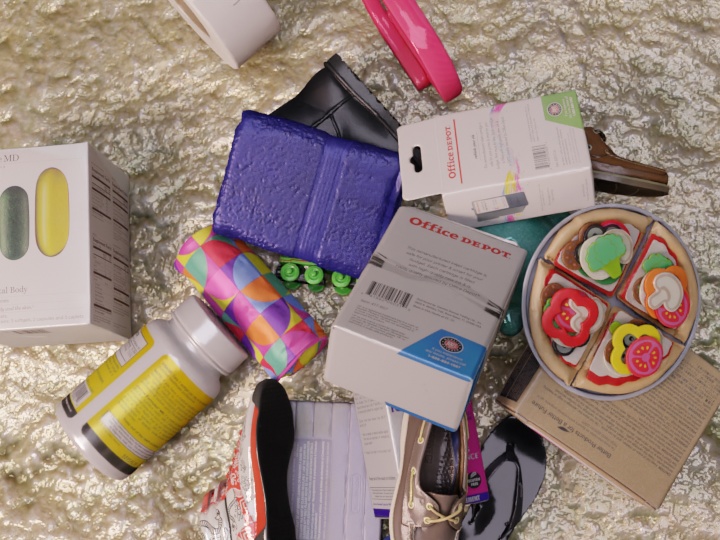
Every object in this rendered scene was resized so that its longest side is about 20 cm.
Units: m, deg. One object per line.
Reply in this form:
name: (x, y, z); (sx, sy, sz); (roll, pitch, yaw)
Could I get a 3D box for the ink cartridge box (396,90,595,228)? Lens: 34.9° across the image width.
ink cartridge box: (0.144, -0.114, 1.236); (0.198, 0.068, 0.118); (-9, 52, 9)

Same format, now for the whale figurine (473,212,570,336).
whale figurine: (0.195, -0.002, 1.267); (0.199, 0.104, 0.160); (26, 83, 7)

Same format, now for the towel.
towel: (-0.055, -0.084, 1.276); (0.198, 0.050, 0.149); (17, 98, -1)

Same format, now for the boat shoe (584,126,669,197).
boat shoe: (0.255, -0.132, 1.299); (0.198, 0.072, 0.069); (13, 83, 7)

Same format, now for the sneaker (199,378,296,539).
sneaker: (-0.130, 0.224, 1.261); (0.107, 0.067, 0.203); (-12, 76, 36)

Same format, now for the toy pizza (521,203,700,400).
toy pizza: (0.259, 0.033, 1.160); (0.198, 0.032, 0.202); (-1, 92, -13)

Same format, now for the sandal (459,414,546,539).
sandal: (0.150, 0.257, 1.258); (0.076, 0.043, 0.201); (21, 83, 8)

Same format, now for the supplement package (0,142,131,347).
supplement package: (-0.354, -0.024, 1.298); (0.150, 0.151, 0.202); (-4, 80, 5)

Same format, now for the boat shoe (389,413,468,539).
boat shoe: (0.074, 0.221, 1.143); (0.071, 0.059, 0.202); (8, 78, -19)

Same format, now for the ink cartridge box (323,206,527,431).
ink cartridge box: (0.068, 0.042, 1.152); (0.145, 0.085, 0.200); (20, 44, 11)

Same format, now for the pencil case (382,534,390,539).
pencil case: (0.080, 0.366, 1.214); (0.078, 0.087, 0.201); (-31, 86, 26)

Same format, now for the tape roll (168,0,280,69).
tape roll: (-0.182, -0.328, 1.308); (0.071, 0.202, 0.203); (-41, 79, -3)

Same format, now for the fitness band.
fitness band: (0.052, -0.278, 1.306); (0.037, 0.144, 0.201); (-32, 79, -2)

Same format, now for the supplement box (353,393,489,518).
supplement box: (0.058, 0.157, 1.235); (0.100, 0.103, 0.202); (-8, 82, -20)

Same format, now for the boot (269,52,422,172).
boot: (-0.028, -0.126, 1.325); (0.168, 0.076, 0.200); (-42, 88, 4)

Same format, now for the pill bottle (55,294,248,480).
pill bottle: (-0.230, 0.128, 1.280); (0.200, 0.114, 0.114); (-42, 79, -2)

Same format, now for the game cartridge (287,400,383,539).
game cartridge: (-0.037, 0.248, 1.283); (0.129, 0.038, 0.202); (1, 80, 10)

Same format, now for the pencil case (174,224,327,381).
pencil case: (-0.126, 0.034, 1.305); (0.088, 0.088, 0.200); (-41, 77, -2)

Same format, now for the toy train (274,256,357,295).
toy train: (0.000, 0.000, 1.319); (0.198, 0.042, 0.057); (7, 71, 7)

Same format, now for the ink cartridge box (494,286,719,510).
ink cartridge box: (0.270, 0.129, 1.221); (0.199, 0.075, 0.165); (35, 86, -13)
